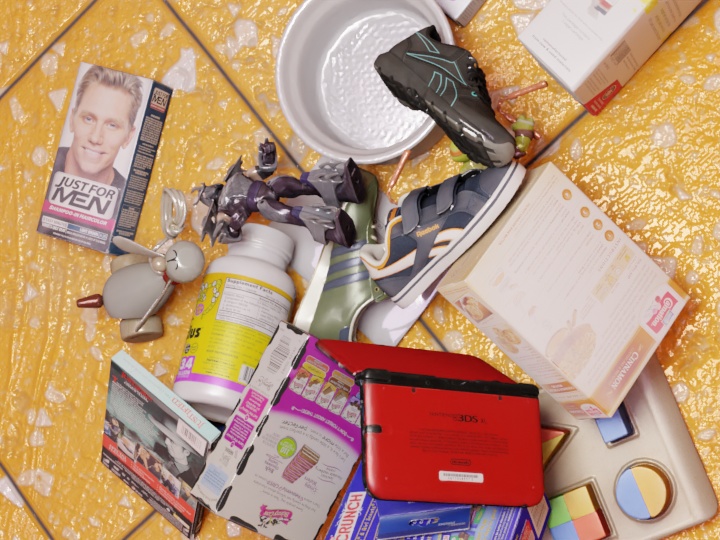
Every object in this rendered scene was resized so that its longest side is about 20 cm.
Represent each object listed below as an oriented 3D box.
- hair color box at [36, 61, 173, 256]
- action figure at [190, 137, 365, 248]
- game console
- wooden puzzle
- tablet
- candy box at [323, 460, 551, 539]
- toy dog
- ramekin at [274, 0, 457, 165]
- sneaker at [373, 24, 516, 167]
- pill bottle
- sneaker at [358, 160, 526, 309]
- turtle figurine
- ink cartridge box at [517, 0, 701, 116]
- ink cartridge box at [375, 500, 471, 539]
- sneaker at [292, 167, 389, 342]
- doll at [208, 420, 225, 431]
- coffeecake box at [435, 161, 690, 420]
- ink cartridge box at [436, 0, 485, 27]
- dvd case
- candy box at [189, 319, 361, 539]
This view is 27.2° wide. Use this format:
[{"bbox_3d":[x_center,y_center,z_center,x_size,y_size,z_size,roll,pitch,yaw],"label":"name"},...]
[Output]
[{"bbox_3d":[-0.291,-0.126,1.695,0.099,0.060,0.203,15,90,17],"label":"hair color box"},{"bbox_3d":[-0.094,-0.078,1.555,0.197,0.070,0.132,5,63,27],"label":"action figure"},{"bbox_3d":[0.065,0.147,1.446,0.118,0.198,0.175,-29,59,57],"label":"game console"},{"bbox_3d":[0.237,0.196,1.511,0.198,0.046,0.187,-24,79,14],"label":"wooden puzzle"},{"bbox_3d":[-0.002,-0.022,1.620,0.200,0.014,0.131,42,99,16],"label":"tablet"},{"bbox_3d":[0.069,0.274,1.478,0.197,0.078,0.170,2,44,28],"label":"candy box"},{"bbox_3d":[-0.245,0.012,1.612,0.133,0.095,0.201,65,146,29],"label":"toy dog"},{"bbox_3d":[0.016,-0.207,1.583,0.197,0.098,0.204,-2,85,17],"label":"ramekin"},{"bbox_3d":[0.092,-0.176,1.448,0.079,0.076,0.200,-41,53,-5],"label":"sneaker"},{"bbox_3d":[-0.128,0.056,1.584,0.103,0.104,0.203,8,70,18],"label":"pill bottle"},{"bbox_3d":[0.075,-0.049,1.464,0.079,0.079,0.200,41,118,-6],"label":"sneaker"},{"bbox_3d":[0.140,-0.087,1.515,0.199,0.065,0.162,-36,114,3],"label":"turtle figurine"},{"bbox_3d":[0.264,-0.265,1.485,0.200,0.145,0.083,-47,73,9],"label":"ink cartridge box"},{"bbox_3d":[0.068,0.181,1.500,0.098,0.201,0.040,-10,125,15],"label":"ink cartridge box"},{"bbox_3d":[0.000,0.000,1.582,0.089,0.067,0.203,21,93,9],"label":"sneaker"},{"bbox_3d":[-0.127,0.164,1.627,0.198,0.048,0.138,-28,70,12],"label":"doll"},{"bbox_3d":[0.199,0.022,1.452,0.200,0.073,0.154,42,71,-11],"label":"coffeecake box"},{"bbox_3d":[0.098,-0.402,1.602,0.196,0.043,0.201,41,100,16],"label":"ink cartridge box"},{"bbox_3d":[-0.218,0.191,1.600,0.145,0.201,0.022,37,53,17],"label":"dvd case"},{"bbox_3d":[-0.068,0.172,1.524,0.061,0.136,0.202,21,81,52],"label":"candy box"}]
